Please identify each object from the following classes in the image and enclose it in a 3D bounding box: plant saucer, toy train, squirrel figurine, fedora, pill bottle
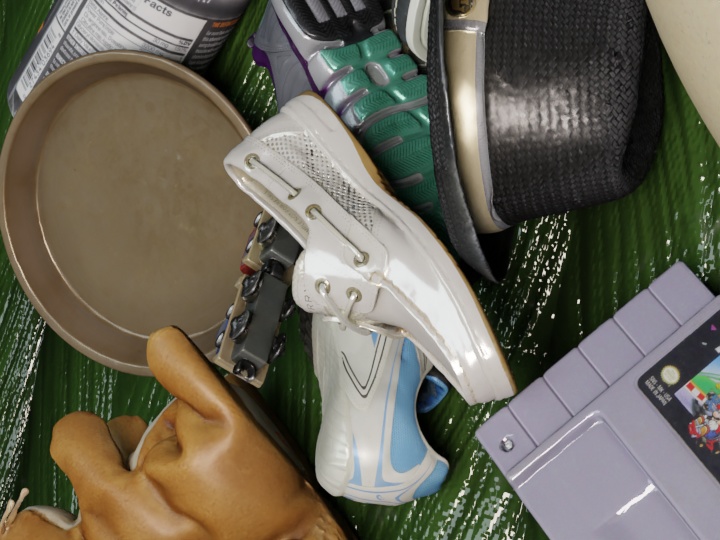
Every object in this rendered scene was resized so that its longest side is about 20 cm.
[{"bbox_3d":[-0.132,-0.035,1.123,0.198,0.029,0.202,7,107,24],"label":"plant saucer"},{"bbox_3d":[-0.047,-0.016,1.019,0.046,0.034,0.201,-38,28,43],"label":"toy train"},{"bbox_3d":[-0.105,0.163,1.001,0.186,0.142,0.200,-39,77,1],"label":"squirrel figurine"},{"bbox_3d":[0.092,-0.095,0.859,0.091,0.201,0.203,-1,80,16],"label":"fedora"},{"bbox_3d":[-0.134,-0.163,1.162,0.200,0.106,0.107,-53,46,29],"label":"pill bottle"}]

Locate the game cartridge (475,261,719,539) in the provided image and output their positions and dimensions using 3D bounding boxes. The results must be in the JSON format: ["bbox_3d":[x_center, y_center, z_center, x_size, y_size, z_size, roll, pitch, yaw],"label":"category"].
[{"bbox_3d":[0.146,0.096,0.775,0.130,0.038,0.200,-43,47,7],"label":"game cartridge"}]

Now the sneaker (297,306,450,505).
[{"bbox_3d":[0.008,0.037,0.984,0.072,0.072,0.201,119,154,-47],"label":"sneaker"}]

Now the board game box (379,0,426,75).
[{"bbox_3d":[0.021,-0.211,1.040,0.135,0.028,0.202,9,90,52],"label":"board game box"}]

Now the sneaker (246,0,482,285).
[{"bbox_3d":[0.005,-0.068,0.990,0.201,0.074,0.088,63,148,15],"label":"sneaker"}]

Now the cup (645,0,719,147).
[{"bbox_3d":[0.202,-0.084,0.684,0.200,0.199,0.144,11,117,51],"label":"cup"}]

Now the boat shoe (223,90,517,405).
[{"bbox_3d":[0.000,0.000,0.877,0.069,0.071,0.200,-32,53,-9],"label":"boat shoe"}]

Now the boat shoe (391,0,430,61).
[{"bbox_3d":[0.061,-0.206,0.953,0.060,0.075,0.201,27,92,39],"label":"boat shoe"}]
